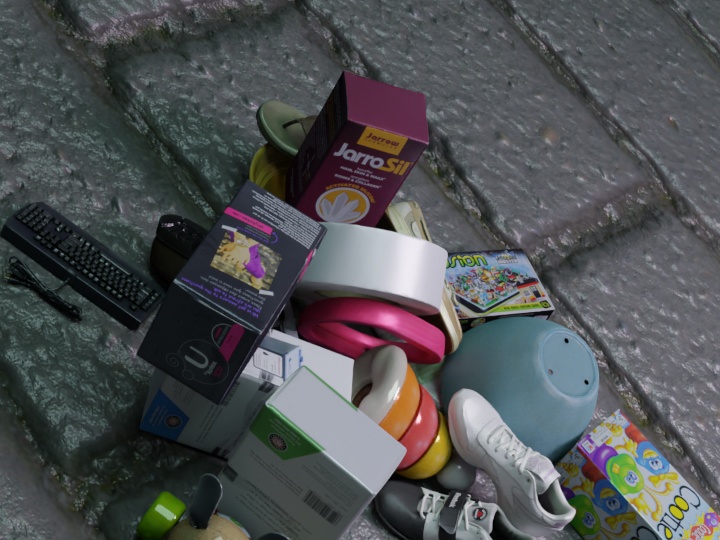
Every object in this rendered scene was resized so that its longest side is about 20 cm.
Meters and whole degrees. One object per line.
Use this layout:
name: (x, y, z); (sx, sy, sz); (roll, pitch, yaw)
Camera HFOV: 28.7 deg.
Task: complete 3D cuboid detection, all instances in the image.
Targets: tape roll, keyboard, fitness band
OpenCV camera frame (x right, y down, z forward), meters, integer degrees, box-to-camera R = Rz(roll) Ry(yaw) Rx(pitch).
tape roll: (0.000, 0.000, 1.636); (0.200, 0.202, 0.072); (11, 81, -22)
keyboard: (-0.334, 0.001, 1.643); (0.199, 0.021, 0.127); (35, 43, 1)
fitness band: (0.013, 0.076, 1.678); (0.199, 0.143, 0.038); (27, 66, -45)

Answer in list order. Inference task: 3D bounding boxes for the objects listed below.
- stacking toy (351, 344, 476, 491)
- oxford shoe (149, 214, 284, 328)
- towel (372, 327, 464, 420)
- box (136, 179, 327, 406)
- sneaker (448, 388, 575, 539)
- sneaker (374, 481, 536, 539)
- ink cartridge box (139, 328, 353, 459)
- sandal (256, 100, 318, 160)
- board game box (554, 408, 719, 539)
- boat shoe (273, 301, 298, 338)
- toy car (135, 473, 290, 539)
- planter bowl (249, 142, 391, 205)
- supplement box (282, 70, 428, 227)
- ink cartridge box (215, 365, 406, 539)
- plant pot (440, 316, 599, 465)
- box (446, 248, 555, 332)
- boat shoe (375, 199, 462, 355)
stacking toy: (0.058, 0.197, 1.657); (0.200, 0.146, 0.147); (40, 40, -22)
oxford shoe: (-0.172, 0.020, 1.676); (0.199, 0.085, 0.072); (36, 25, 24)
towel: (0.103, 0.091, 1.818); (0.148, 0.031, 0.201); (-21, 65, -42)
box: (-0.130, 0.020, 1.459); (0.105, 0.123, 0.201); (31, 39, -1)
sneaker: (0.179, 0.217, 1.630); (0.075, 0.099, 0.201); (-37, 94, -40)
sneaker: (0.114, 0.285, 1.615); (0.198, 0.089, 0.074); (27, 45, -6)
ink cartridge box: (-0.125, 0.137, 1.556); (0.198, 0.147, 0.086); (20, 42, -15)
sandal: (-0.041, -0.167, 1.815); (0.200, 0.058, 0.080); (29, 44, -5)
board game box: (0.335, 0.292, 1.726); (0.200, 0.105, 0.103); (47, 46, 15)
boat shoe: (-0.121, 0.039, 1.708); (0.065, 0.070, 0.202); (-14, 68, -7)
toy car: (-0.143, 0.276, 1.385); (0.164, 0.201, 0.158); (36, 43, 2)
planter bowl: (-0.064, -0.074, 1.823); (0.198, 0.084, 0.202); (16, 47, -18)
supplement box: (-0.009, -0.132, 1.699); (0.109, 0.201, 0.086); (14, 47, -20)
ink cartridge box: (-0.065, 0.222, 1.481); (0.146, 0.201, 0.084); (39, 40, 5)
plant pot: (0.217, 0.139, 1.736); (0.198, 0.135, 0.202); (16, 59, -27)
box: (0.151, 0.027, 1.862); (0.198, 0.035, 0.111); (-4, 53, -31)
boat shoe: (0.083, 0.006, 1.755); (0.063, 0.073, 0.202); (-18, 72, -29)
